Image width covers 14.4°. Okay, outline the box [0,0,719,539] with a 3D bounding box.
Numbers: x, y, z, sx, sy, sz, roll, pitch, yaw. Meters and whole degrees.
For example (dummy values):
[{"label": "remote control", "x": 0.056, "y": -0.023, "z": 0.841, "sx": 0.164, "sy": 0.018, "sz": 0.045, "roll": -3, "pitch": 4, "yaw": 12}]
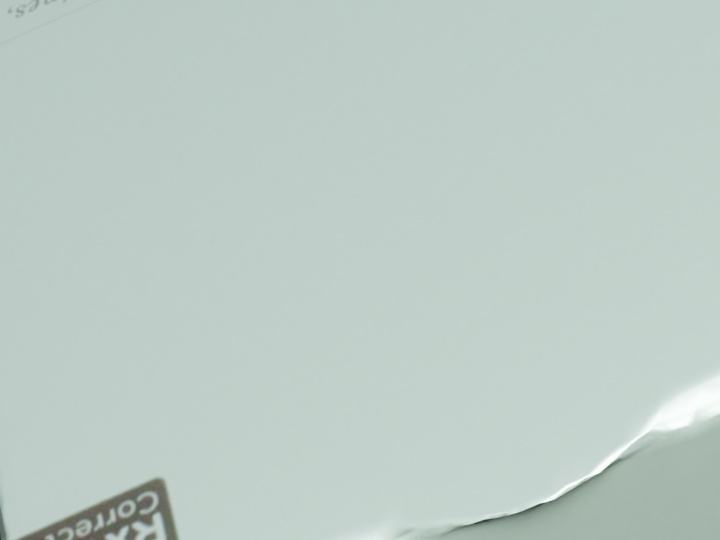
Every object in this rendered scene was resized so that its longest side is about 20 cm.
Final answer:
[{"label": "box", "x": 0.031, "y": 0.008, "z": 0.594, "sx": 0.198, "sy": 0.131, "sz": 0.201, "roll": -23, "pitch": 46, "yaw": 6}]
